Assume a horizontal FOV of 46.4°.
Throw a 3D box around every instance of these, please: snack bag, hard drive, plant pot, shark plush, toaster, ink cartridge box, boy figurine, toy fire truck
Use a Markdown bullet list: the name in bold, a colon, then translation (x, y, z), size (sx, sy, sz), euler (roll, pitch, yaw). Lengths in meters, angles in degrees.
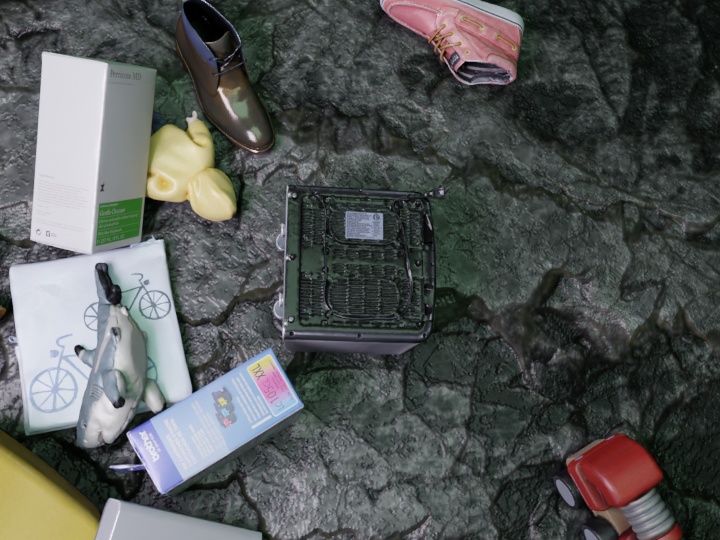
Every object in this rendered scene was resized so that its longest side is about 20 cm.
- **snack bag**: translation (-0.302, 0.072, 0.964), size (0.187, 0.021, 0.202), euler (-11, 78, -12)
- **hard drive**: translation (-0.190, 0.315, 0.848), size (0.200, 0.027, 0.133), euler (32, 67, -46)
- **plant pot**: translation (-0.365, 0.267, 0.822), size (0.175, 0.200, 0.201), euler (29, 73, -12)
- **shark plush**: translation (-0.285, 0.087, 0.920), size (0.083, 0.091, 0.202), euler (-16, 83, 17)
- **toaster**: translation (0.000, 0.000, 0.978), size (0.198, 0.119, 0.183), euler (2, 76, -8)
- **ink cartridge box**: translation (-0.165, 0.174, 0.898), size (0.199, 0.137, 0.077), euler (-32, 80, -15)
- **boy figurine**: translation (-0.223, -0.135, 1.008), size (0.199, 0.064, 0.125), euler (35, 73, 1)
- **toy fire truck**: translation (0.304, 0.277, 0.910), size (0.128, 0.200, 0.177), euler (-27, 81, -15)

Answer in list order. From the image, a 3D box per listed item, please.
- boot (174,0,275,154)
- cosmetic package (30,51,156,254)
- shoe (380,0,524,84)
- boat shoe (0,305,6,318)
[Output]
- **boot**: translation (-0.169, -0.238, 1.025), size (0.074, 0.097, 0.201), euler (-33, 82, -15)
- **cosmetic package**: translation (-0.294, -0.130, 0.925), size (0.084, 0.108, 0.202), euler (13, 104, 14)
- **shoe**: translation (0.118, -0.308, 1.100), size (0.198, 0.072, 0.092), euler (13, 68, -10)
- **boat shoe**: translation (-0.486, 0.080, 0.907), size (0.199, 0.070, 0.071), euler (-37, 85, -16)
